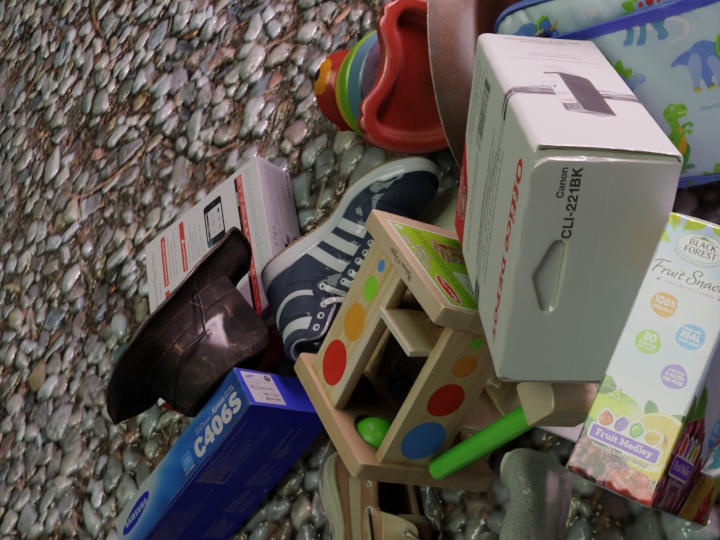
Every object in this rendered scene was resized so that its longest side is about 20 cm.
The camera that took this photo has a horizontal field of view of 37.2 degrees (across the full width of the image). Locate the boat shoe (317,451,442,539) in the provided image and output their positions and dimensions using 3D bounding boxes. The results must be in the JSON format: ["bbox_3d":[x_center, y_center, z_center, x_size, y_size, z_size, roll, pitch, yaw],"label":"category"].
[{"bbox_3d":[0.023,0.210,0.797,0.072,0.076,0.201,-38,50,22],"label":"boat shoe"}]

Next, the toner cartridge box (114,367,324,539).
[{"bbox_3d":[-0.120,0.172,0.920,0.200,0.095,0.043,-51,48,22],"label":"toner cartridge box"}]

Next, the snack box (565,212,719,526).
[{"bbox_3d":[0.187,0.066,0.608,0.053,0.200,0.143,20,85,28],"label":"snack box"}]

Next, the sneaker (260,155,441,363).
[{"bbox_3d":[0.000,0.000,0.887,0.200,0.070,0.109,-39,47,28],"label":"sneaker"}]

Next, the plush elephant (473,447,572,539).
[{"bbox_3d":[0.116,0.246,0.647,0.200,0.164,0.156,-57,-10,-43],"label":"plush elephant"}]

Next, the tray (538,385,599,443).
[{"bbox_3d":[0.146,0.063,0.767,0.199,0.022,0.108,17,82,56],"label":"tray"}]

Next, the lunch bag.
[{"bbox_3d":[0.194,-0.136,0.741,0.199,0.082,0.162,-5,105,43],"label":"lunch bag"}]

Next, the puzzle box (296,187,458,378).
[{"bbox_3d":[0.022,0.023,0.924,0.132,0.025,0.202,10,78,46],"label":"puzzle box"}]

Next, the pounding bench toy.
[{"bbox_3d":[0.060,0.086,0.733,0.157,0.123,0.200,-63,35,21],"label":"pounding bench toy"}]

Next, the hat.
[{"bbox_3d":[-0.127,0.065,0.911,0.081,0.201,0.202,32,94,9],"label":"hat"}]

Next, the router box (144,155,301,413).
[{"bbox_3d":[-0.135,0.015,1.064,0.179,0.049,0.201,-34,50,28],"label":"router box"}]

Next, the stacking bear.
[{"bbox_3d":[0.021,-0.161,0.943,0.200,0.113,0.123,17,95,66],"label":"stacking bear"}]

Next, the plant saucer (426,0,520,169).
[{"bbox_3d":[0.100,-0.167,0.823,0.032,0.200,0.202,-1,68,25],"label":"plant saucer"}]

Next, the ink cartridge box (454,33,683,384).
[{"bbox_3d":[0.116,-0.044,0.653,0.201,0.083,0.146,-94,7,-61],"label":"ink cartridge box"}]

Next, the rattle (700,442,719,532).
[{"bbox_3d":[0.246,0.039,0.611,0.200,0.130,0.143,-41,55,11],"label":"rattle"}]
